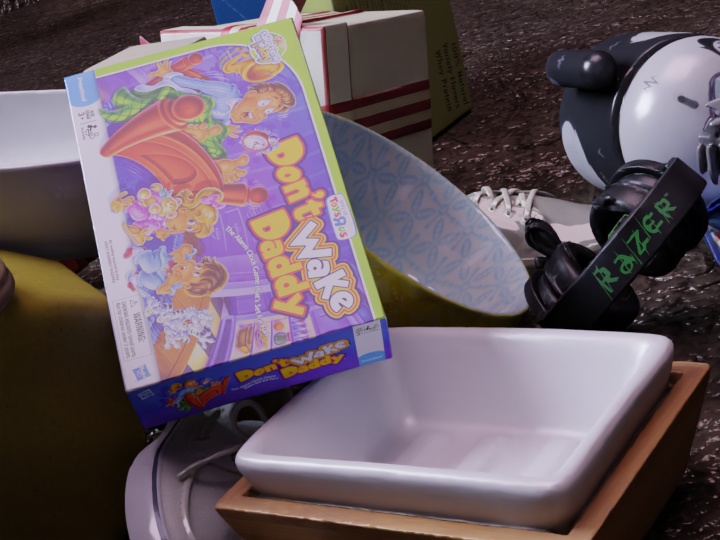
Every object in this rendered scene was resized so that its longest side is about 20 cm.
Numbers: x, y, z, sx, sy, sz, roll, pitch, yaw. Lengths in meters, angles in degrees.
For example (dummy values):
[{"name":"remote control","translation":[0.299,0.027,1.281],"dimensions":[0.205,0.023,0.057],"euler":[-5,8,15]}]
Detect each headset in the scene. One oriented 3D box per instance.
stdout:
[{"name":"headset","translation":[0.142,-0.015,0.854],"dimensions":[0.124,0.094,0.200],"euler":[-49,-7,-3]}]

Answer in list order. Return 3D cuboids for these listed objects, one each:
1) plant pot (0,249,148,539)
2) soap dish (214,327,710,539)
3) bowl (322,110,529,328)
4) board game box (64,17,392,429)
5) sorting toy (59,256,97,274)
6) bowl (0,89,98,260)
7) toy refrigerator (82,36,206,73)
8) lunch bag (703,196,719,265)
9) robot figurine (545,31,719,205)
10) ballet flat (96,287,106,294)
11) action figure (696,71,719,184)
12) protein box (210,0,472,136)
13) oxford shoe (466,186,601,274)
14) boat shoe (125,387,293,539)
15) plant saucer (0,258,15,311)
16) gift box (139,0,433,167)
[{"name":"plant pot","translation":[-0.226,0.086,0.772],"dimensions":[0.198,0.197,0.195],"euler":[-18,20,-23]},{"name":"soap dish","translation":[0.053,0.095,0.688],"dimensions":[0.198,0.082,0.157],"euler":[0,26,35]},{"name":"bowl","translation":[0.000,0.000,0.899],"dimensions":[0.108,0.199,0.201],"euler":[-54,7,23]},{"name":"board game box","translation":[-0.074,-0.031,0.755],"dimensions":[0.133,0.045,0.202],"euler":[-16,60,-4]},{"name":"sorting toy","translation":[-0.258,-0.009,1.106],"dimensions":[0.198,0.070,0.200],"euler":[-34,7,37]},{"name":"bowl","translation":[-0.225,-0.059,0.906],"dimensions":[0.197,0.076,0.200],"euler":[-4,19,-4]},{"name":"toy refrigerator","translation":[-0.132,-0.067,1.066],"dimensions":[0.075,0.202,0.070],"euler":[-2,24,33]},{"name":"lunch bag","translation":[0.296,-0.029,0.857],"dimensions":[0.149,0.095,0.200],"euler":[-16,8,2]},{"name":"robot figurine","translation":[0.219,-0.110,1.018],"dimensions":[0.148,0.126,0.200],"euler":[-16,13,-11]},{"name":"ballet flat","translation":[-0.132,0.030,1.012],"dimensions":[0.197,0.065,0.076],"euler":[-8,19,17]},{"name":"action figure","translation":[0.253,-0.089,0.816],"dimensions":[0.128,0.070,0.200],"euler":[-6,4,8]},{"name":"protein box","translation":[-0.013,-0.210,1.348],"dimensions":[0.134,0.201,0.200],"euler":[0,25,34]},{"name":"oxford shoe","translation":[0.106,-0.032,1.012],"dimensions":[0.197,0.058,0.075],"euler":[-6,18,17]},{"name":"boat shoe","translation":[-0.061,0.104,0.753],"dimensions":[0.085,0.075,0.202],"euler":[-26,11,12]},{"name":"plant saucer","translation":[-0.264,0.012,0.666],"dimensions":[0.197,0.030,0.200],"euler":[-6,16,2]},{"name":"gift box","translation":[-0.060,-0.136,1.152],"dimensions":[0.183,0.203,0.186],"euler":[-1,14,33]}]
